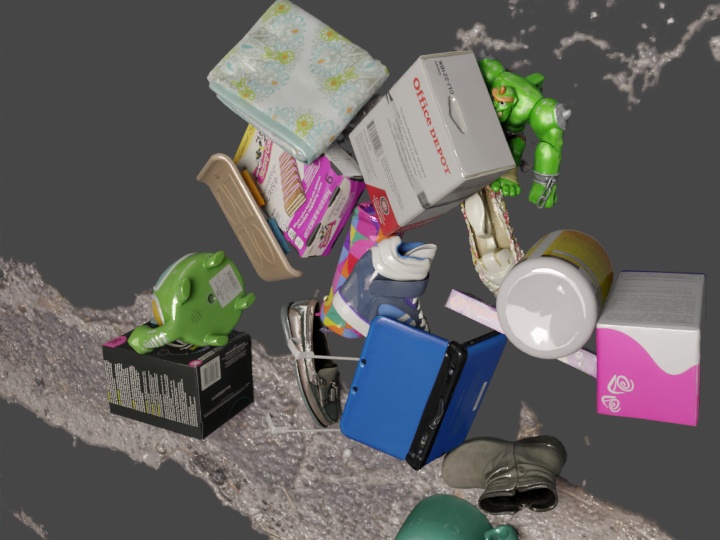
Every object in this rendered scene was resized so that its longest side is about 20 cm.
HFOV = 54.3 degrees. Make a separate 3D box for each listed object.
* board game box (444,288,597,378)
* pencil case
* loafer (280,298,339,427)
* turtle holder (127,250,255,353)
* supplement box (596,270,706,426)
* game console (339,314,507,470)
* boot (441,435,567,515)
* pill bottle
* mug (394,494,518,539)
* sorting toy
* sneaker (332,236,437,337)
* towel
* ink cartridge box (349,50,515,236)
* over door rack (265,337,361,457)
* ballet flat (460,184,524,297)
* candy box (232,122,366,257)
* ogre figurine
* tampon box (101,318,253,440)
[{"bbox_3d":[0.210,0.077,0.887,0.196,0.120,0.033,26,98,18],"label":"board game box"},{"bbox_3d":[0.000,0.000,0.998,0.087,0.088,0.204,29,115,17],"label":"pencil case"},{"bbox_3d":[-0.066,0.143,1.083,0.062,0.072,0.205,-16,95,24],"label":"loafer"},{"bbox_3d":[-0.268,0.061,1.108,0.130,0.140,0.190,-1,63,42],"label":"turtle holder"},{"bbox_3d":[0.326,0.076,0.777,0.101,0.199,0.104,2,106,26],"label":"supplement box"},{"bbox_3d":[0.086,0.154,0.960,0.118,0.168,0.204,37,123,33],"label":"game console"},{"bbox_3d":[0.180,0.283,0.955,0.196,0.130,0.069,-18,96,30],"label":"boot"},{"bbox_3d":[0.231,0.018,0.811,0.107,0.199,0.112,8,109,25],"label":"pill bottle"},{"bbox_3d":[0.125,0.420,1.034,0.151,0.114,0.187,37,118,14],"label":"mug"},{"bbox_3d":[-0.160,-0.073,1.026,0.202,0.036,0.184,57,162,-9],"label":"sorting toy"},{"bbox_3d":[0.073,0.039,0.947,0.198,0.081,0.147,35,107,-27],"label":"sneaker"},{"bbox_3d":[-0.086,-0.255,0.932,0.199,0.048,0.172,37,79,16],"label":"towel"},{"bbox_3d":[0.079,-0.147,0.850,0.199,0.082,0.148,-32,76,62],"label":"ink cartridge box"},{"bbox_3d":[-0.027,0.192,1.024,0.195,0.067,0.151,12,115,-19],"label":"over door rack"},{"bbox_3d":[0.165,-0.041,0.908,0.074,0.064,0.204,-19,96,29],"label":"ballet flat"},{"bbox_3d":[-0.091,-0.137,0.987,0.200,0.060,0.138,48,122,28],"label":"candy box"},{"bbox_3d":[0.173,-0.179,0.850,0.202,0.096,0.122,59,142,38],"label":"ogre figurine"},{"bbox_3d":[-0.300,0.170,1.166,0.195,0.149,0.130,9,109,25],"label":"tampon box"}]
